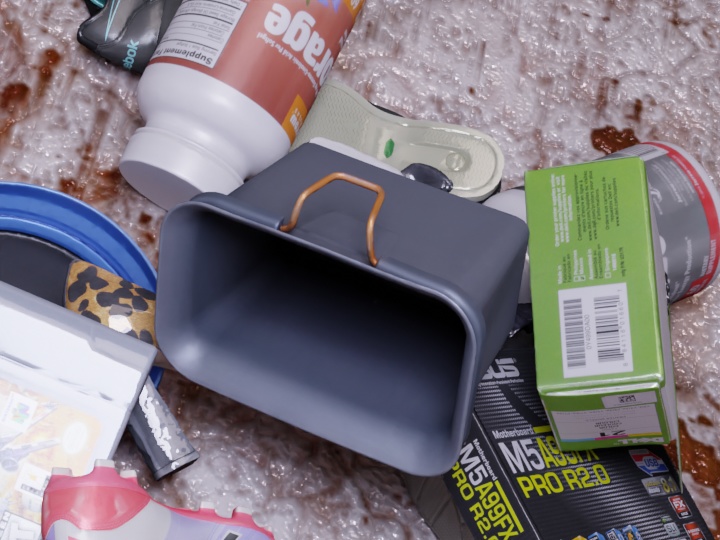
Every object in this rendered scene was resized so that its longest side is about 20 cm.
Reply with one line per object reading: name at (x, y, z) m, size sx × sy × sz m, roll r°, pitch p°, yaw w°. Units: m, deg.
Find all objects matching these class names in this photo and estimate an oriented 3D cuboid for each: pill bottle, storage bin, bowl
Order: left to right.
bowl at (-0.218, 0.036, 1.298) m, size 0.199 × 0.039 × 0.202 m, roll 10°, pitch 53°, yaw -14°
pill bottle at (-0.081, -0.136, 1.402) m, size 0.111 × 0.112 × 0.201 m, roll 27°, pitch 74°, yaw -1°
storage bin at (0.000, 0.000, 1.205) m, size 0.198 × 0.147 × 0.134 m, roll 20°, pitch 36°, yaw 18°
pill bottle at (0.145, -0.010, 1.428) m, size 0.199 × 0.114 × 0.114 m, roll -20°, pitch 65°, yaw -31°

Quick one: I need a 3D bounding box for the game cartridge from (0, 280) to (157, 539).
game cartridge at (-0.213, 0.111, 1.193) m, size 0.132 × 0.042 × 0.202 m, roll 23°, pitch 78°, yaw -9°

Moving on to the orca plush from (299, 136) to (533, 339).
orca plush at (0.033, -0.006, 1.348) m, size 0.199 × 0.071 × 0.105 m, roll 27°, pitch 60°, yaw 18°

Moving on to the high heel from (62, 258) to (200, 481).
high heel at (-0.081, 0.024, 1.289) m, size 0.199 × 0.071 × 0.143 m, roll -27°, pitch 83°, yaw -30°

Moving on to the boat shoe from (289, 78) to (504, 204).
boat shoe at (0.004, -0.082, 1.463) m, size 0.198 × 0.068 × 0.072 m, roll 19°, pitch 73°, yaw 9°

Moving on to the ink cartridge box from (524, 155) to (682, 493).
ink cartridge box at (0.155, 0.043, 1.296) m, size 0.075 × 0.200 × 0.149 m, roll -6°, pitch 63°, yaw 10°

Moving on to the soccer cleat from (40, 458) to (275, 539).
soccer cleat at (-0.112, 0.166, 1.187) m, size 0.200 × 0.066 × 0.077 m, roll 33°, pitch 52°, yaw -53°

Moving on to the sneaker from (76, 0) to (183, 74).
sneaker at (-0.156, -0.226, 1.491) m, size 0.078 × 0.076 × 0.201 m, roll 10°, pitch 52°, yaw -12°

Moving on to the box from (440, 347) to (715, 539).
box at (0.128, 0.127, 1.306) m, size 0.199 × 0.044 × 0.161 m, roll 1°, pitch 57°, yaw -53°

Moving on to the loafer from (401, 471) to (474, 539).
loafer at (0.053, 0.096, 1.346) m, size 0.062 × 0.072 × 0.201 m, roll -11°, pitch 57°, yaw -36°
